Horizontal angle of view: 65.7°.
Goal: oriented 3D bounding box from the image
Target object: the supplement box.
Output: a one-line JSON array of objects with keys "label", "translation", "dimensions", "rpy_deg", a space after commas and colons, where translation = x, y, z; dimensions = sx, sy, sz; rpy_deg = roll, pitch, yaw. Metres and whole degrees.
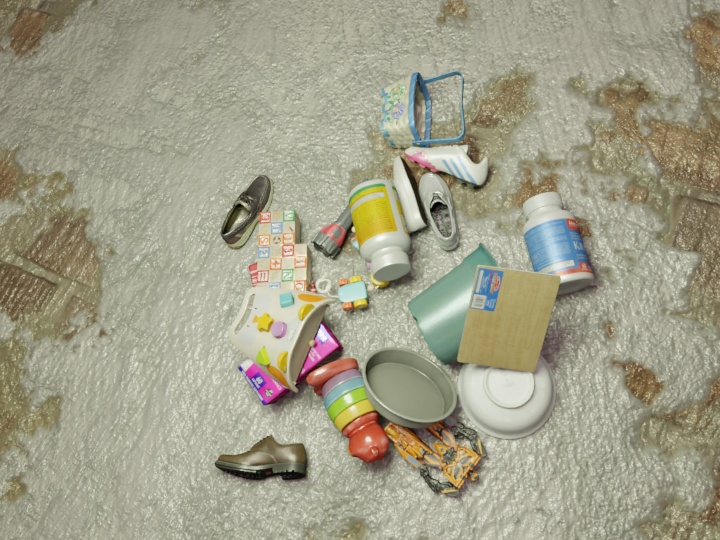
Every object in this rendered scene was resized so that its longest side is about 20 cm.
[{"label": "supplement box", "translation": [-0.146, 0.186, 1.194], "dimensions": [0.199, 0.103, 0.101], "rpy_deg": [-38, 80, -4]}]

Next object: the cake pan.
[{"label": "cake pan", "translation": [0.093, 0.234, 1.111], "dimensions": [0.199, 0.200, 0.037], "rpy_deg": [32, 123, 19]}]

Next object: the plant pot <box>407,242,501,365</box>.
[{"label": "plant pot", "translation": [0.213, 0.079, 1.129], "dimensions": [0.195, 0.200, 0.201], "rpy_deg": [-31, 68, 8]}]

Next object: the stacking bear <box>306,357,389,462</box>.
[{"label": "stacking bear", "translation": [-0.012, 0.289, 1.120], "dimensions": [0.113, 0.122, 0.201], "rpy_deg": [-27, 62, -6]}]

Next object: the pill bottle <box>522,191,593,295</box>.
[{"label": "pill bottle", "translation": [0.406, -0.057, 1.170], "dimensions": [0.111, 0.112, 0.202], "rpy_deg": [-12, 71, 7]}]

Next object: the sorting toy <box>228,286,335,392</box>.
[{"label": "sorting toy", "translation": [-0.178, 0.114, 1.123], "dimensions": [0.179, 0.107, 0.202], "rpy_deg": [18, 81, 27]}]

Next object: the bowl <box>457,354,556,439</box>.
[{"label": "bowl", "translation": [0.292, 0.228, 1.108], "dimensions": [0.199, 0.090, 0.203], "rpy_deg": [-3, 71, 9]}]

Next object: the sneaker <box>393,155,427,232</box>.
[{"label": "sneaker", "translation": [0.090, -0.176, 1.294], "dimensions": [0.084, 0.073, 0.202], "rpy_deg": [-24, 58, 23]}]

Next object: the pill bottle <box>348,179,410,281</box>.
[{"label": "pill bottle", "translation": [0.045, -0.085, 1.199], "dimensions": [0.112, 0.113, 0.202], "rpy_deg": [-16, 66, 5]}]

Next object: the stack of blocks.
[{"label": "stack of blocks", "translation": [-0.173, -0.035, 1.280], "dimensions": [0.114, 0.059, 0.202], "rpy_deg": [-4, 72, 6]}]

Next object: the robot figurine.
[{"label": "robot figurine", "translation": [0.150, 0.349, 1.110], "dimensions": [0.199, 0.058, 0.145], "rpy_deg": [35, 82, 20]}]

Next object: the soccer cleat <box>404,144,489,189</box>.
[{"label": "soccer cleat", "translation": [0.204, -0.261, 1.293], "dimensions": [0.199, 0.070, 0.087], "rpy_deg": [25, 106, 11]}]

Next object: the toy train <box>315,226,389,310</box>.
[{"label": "toy train", "translation": [0.000, 0.000, 1.264], "dimensions": [0.150, 0.056, 0.200], "rpy_deg": [36, 78, 21]}]

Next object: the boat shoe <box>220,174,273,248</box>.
[{"label": "boat shoe", "translation": [-0.278, -0.152, 1.360], "dimensions": [0.071, 0.065, 0.201], "rpy_deg": [23, 77, 19]}]

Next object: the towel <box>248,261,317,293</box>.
[{"label": "towel", "translation": [-0.173, 0.054, 1.294], "dimensions": [0.143, 0.023, 0.202], "rpy_deg": [-18, 71, 2]}]

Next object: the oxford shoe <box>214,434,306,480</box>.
[{"label": "oxford shoe", "translation": [-0.207, 0.391, 1.169], "dimensions": [0.198, 0.073, 0.085], "rpy_deg": [-3, 55, 7]}]

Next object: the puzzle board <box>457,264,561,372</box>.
[{"label": "puzzle board", "translation": [0.270, 0.090, 1.027], "dimensions": [0.149, 0.017, 0.202], "rpy_deg": [8, 113, 2]}]

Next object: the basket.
[{"label": "basket", "translation": [0.147, -0.371, 1.312], "dimensions": [0.198, 0.139, 0.178], "rpy_deg": [-5, 71, 18]}]

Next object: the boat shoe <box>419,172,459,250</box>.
[{"label": "boat shoe", "translation": [0.176, -0.144, 1.266], "dimensions": [0.071, 0.069, 0.202], "rpy_deg": [-10, 67, 9]}]

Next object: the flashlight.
[{"label": "flashlight", "translation": [-0.033, -0.124, 1.308], "dimensions": [0.067, 0.068, 0.201], "rpy_deg": [28, 74, 27]}]
